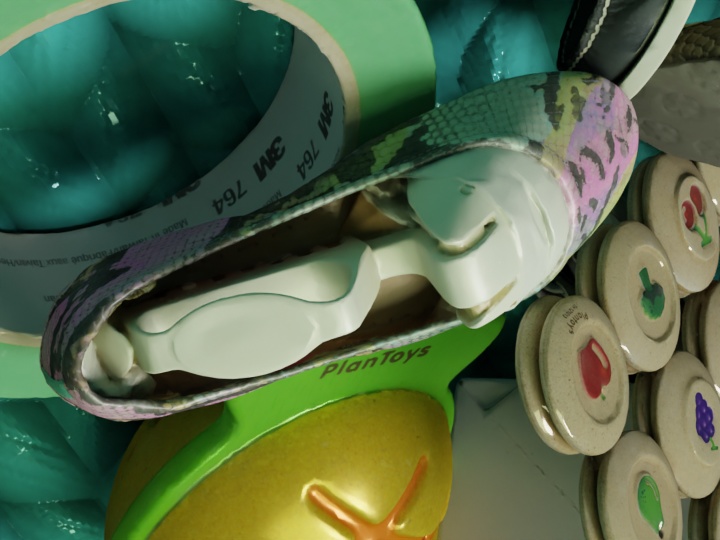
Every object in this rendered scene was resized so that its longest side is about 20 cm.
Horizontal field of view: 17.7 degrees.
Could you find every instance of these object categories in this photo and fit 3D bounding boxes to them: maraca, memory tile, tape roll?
[{"bbox_3d":[-0.022,0.070,0.812,0.137,0.107,0.200,-15,148,-36],"label":"maraca"},{"bbox_3d":[0.119,0.038,0.785,0.017,0.200,0.154,-12,114,34],"label":"memory tile"},{"bbox_3d":[-0.077,-0.044,0.700,0.200,0.048,0.201,-17,141,-14],"label":"tape roll"}]

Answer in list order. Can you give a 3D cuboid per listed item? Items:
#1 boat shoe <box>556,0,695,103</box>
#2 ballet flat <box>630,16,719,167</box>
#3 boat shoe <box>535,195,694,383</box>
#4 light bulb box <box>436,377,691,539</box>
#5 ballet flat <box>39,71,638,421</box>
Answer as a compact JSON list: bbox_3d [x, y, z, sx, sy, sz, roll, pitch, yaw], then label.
[{"bbox_3d":[0.082,-0.129,0.682,0.066,0.075,0.200,15,144,-6],"label":"boat shoe"},{"bbox_3d":[0.172,-0.070,0.725,0.199,0.047,0.067,-7,146,35],"label":"ballet flat"},{"bbox_3d":[0.093,0.011,0.850,0.057,0.067,0.200,-40,145,10],"label":"boat shoe"},{"bbox_3d":[0.100,0.172,0.900,0.124,0.199,0.200,2,153,15],"label":"light bulb box"},{"bbox_3d":[0.000,0.000,0.692,0.199,0.071,0.069,-21,108,-5],"label":"ballet flat"}]
